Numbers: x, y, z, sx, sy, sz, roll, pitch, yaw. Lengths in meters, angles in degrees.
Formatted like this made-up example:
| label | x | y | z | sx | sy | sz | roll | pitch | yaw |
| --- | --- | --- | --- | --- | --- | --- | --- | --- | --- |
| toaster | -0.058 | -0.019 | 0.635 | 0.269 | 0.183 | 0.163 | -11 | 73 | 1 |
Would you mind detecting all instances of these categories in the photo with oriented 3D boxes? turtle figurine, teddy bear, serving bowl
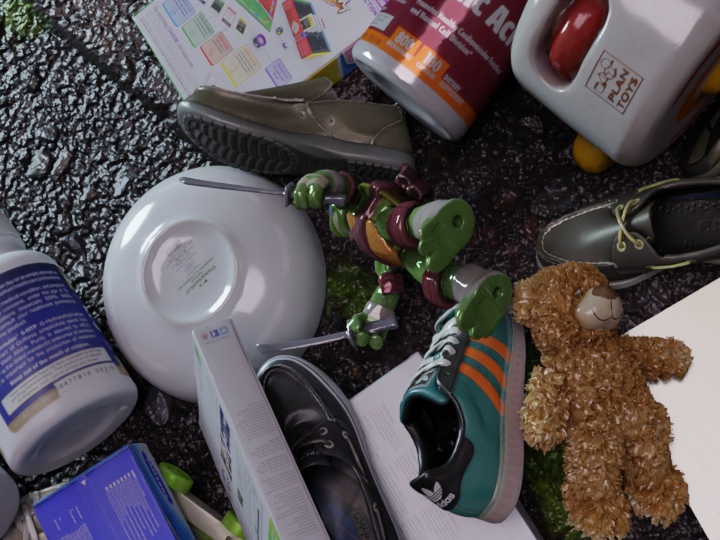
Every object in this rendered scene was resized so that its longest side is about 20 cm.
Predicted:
| label | x | y | z | sx | sy | sz | roll | pitch | yaw |
| --- | --- | --- | --- | --- | --- | --- | --- | --- | --- |
| turtle figurine | 0.000 | 0.000 | 0.859 | 0.193 | 0.197 | 0.147 | 16 | 111 | 54 |
| teddy bear | 0.174 | 0.089 | 0.839 | 0.142 | 0.067 | 0.204 | 4 | 78 | -10 |
| serving bowl | -0.130 | 0.006 | 0.980 | 0.197 | 0.066 | 0.204 | -3 | 79 | 15 |

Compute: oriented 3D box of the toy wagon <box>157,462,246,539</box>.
| label | x | y | z | sx | sy | sz | roll | pitch | yaw |
| --- | --- | --- | --- | --- | --- | --- | --- | --- | --- |
| toy wagon | -0.140 | 0.259 | 0.949 | 0.198 | 0.040 | 0.157 | 32 | 90 | 12 |

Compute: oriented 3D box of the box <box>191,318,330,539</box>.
| label | x | y | z | sx | sy | sz | roll | pitch | yaw |
| --- | --- | --- | --- | --- | --- | --- | --- | --- | --- |
| box | -0.073 | 0.156 | 0.872 | 0.036 | 0.145 | 0.202 | -17 | 59 | -16 |

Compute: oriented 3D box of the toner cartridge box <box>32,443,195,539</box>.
| label | x | y | z | sx | sy | sz | roll | pitch | yaw |
| --- | --- | --- | --- | --- | --- | --- | --- | --- | --- |
| toner cartridge box | -0.164 | 0.245 | 0.912 | 0.094 | 0.043 | 0.202 | -30 | 79 | 4 |

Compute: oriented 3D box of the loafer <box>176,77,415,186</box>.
| label | x | y | z | sx | sy | sz | roll | pitch | yaw |
| --- | --- | --- | --- | --- | --- | --- | --- | --- | --- |
| loafer | -0.050 | -0.118 | 0.964 | 0.197 | 0.075 | 0.071 | 12 | 69 | -11 |

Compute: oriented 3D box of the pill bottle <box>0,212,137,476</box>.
| label | x | y | z | sx | sy | sz | roll | pitch | yaw |
| --- | --- | --- | --- | --- | --- | --- | --- | --- | --- |
| pill bottle | -0.283 | 0.055 | 0.983 | 0.119 | 0.120 | 0.201 | -38 | 74 | 5 |

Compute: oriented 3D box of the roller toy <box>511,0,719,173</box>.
| label | x | y | z | sx | sy | sz | roll | pitch | yaw |
| --- | --- | --- | --- | --- | --- | --- | --- | --- | --- |
| roller toy | 0.210 | -0.175 | 0.860 | 0.139 | 0.182 | 0.201 | 41 | 92 | 16 |

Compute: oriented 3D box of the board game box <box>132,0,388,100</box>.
| label | x | y | z | sx | sy | sz | roll | pitch | yaw |
| --- | --- | --- | --- | --- | --- | --- | --- | --- | --- |
| board game box | -0.077 | -0.214 | 1.016 | 0.199 | 0.040 | 0.154 | -35 | 74 | 7 |

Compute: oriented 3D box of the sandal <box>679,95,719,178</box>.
| label | x | y | z | sx | sy | sz | roll | pitch | yaw |
| --- | --- | --- | --- | --- | --- | --- | --- | --- | --- |
| sandal | 0.320 | -0.141 | 0.891 | 0.057 | 0.080 | 0.202 | 38 | 95 | -7 |

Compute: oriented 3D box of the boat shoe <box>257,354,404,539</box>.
| label | x | y | z | sx | sy | sz | roll | pitch | yaw |
| --- | --- | --- | --- | --- | --- | --- | --- | --- | --- |
| boat shoe | -0.028 | 0.150 | 0.875 | 0.069 | 0.066 | 0.202 | -27 | 74 | 8 |

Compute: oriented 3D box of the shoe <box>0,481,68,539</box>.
| label | x | y | z | sx | sy | sz | roll | pitch | yaw |
| --- | --- | --- | --- | --- | --- | --- | --- | --- | --- |
| shoe | -0.302 | 0.240 | 0.989 | 0.198 | 0.053 | 0.071 | -32 | 75 | 5 |

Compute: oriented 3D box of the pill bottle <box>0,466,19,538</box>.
| label | x | y | z | sx | sy | sz | roll | pitch | yaw |
| --- | --- | --- | --- | --- | --- | --- | --- | --- | --- |
| pill bottle | -0.368 | 0.147 | 0.972 | 0.199 | 0.111 | 0.112 | 33 | 90 | 32 |

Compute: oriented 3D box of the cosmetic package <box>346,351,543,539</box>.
| label | x | y | z | sx | sy | sz | roll | pitch | yaw |
| --- | --- | --- | --- | --- | --- | --- | --- | --- | --- |
| cosmetic package | 0.041 | 0.189 | 0.910 | 0.150 | 0.052 | 0.202 | -35 | 73 | 8 |

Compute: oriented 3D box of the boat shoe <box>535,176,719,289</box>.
| label | x | y | z | sx | sy | sz | roll | pitch | yaw |
| --- | --- | --- | --- | --- | --- | --- | --- | --- | --- |
| boat shoe | 0.222 | -0.033 | 0.884 | 0.199 | 0.060 | 0.073 | -7 | 68 | 22 |

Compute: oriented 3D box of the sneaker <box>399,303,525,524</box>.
| label | x | y | z | sx | sy | sz | roll | pitch | yaw |
| --- | --- | --- | --- | --- | --- | --- | --- | --- | --- |
| sneaker | 0.071 | 0.079 | 0.863 | 0.071 | 0.079 | 0.203 | -44 | 35 | 44 |

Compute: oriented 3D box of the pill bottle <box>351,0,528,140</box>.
| label | x | y | z | sx | sy | sz | roll | pitch | yaw |
| --- | --- | --- | --- | --- | --- | --- | --- | --- | --- |
| pill bottle | 0.094 | -0.214 | 0.932 | 0.114 | 0.114 | 0.201 | 38 | 92 | 17 |

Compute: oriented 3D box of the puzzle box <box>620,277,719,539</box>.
| label | x | y | z | sx | sy | sz | roll | pitch | yaw |
| --- | --- | --- | --- | --- | --- | --- | --- | --- | --- |
| puzzle box | 0.282 | 0.112 | 0.873 | 0.132 | 0.025 | 0.202 | -29 | 75 | 8 |
